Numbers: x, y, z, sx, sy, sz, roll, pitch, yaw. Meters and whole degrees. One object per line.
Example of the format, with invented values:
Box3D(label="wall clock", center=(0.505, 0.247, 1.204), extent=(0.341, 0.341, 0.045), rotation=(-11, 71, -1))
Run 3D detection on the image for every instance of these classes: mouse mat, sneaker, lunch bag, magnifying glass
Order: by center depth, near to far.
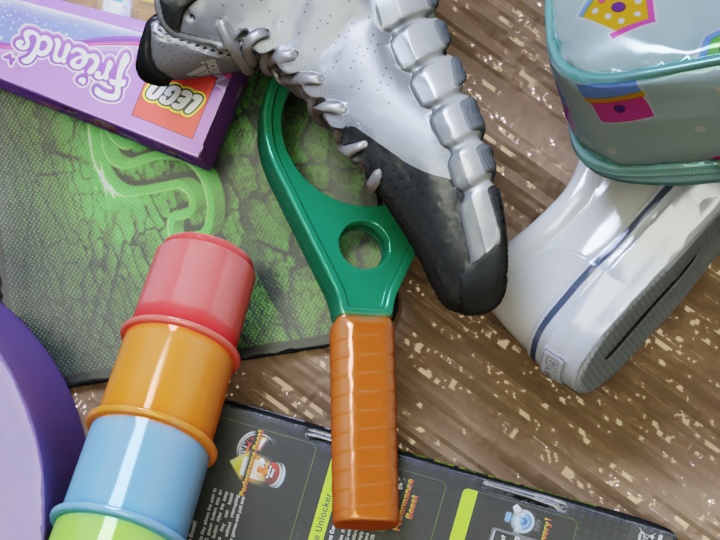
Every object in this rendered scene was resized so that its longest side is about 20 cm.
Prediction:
Box3D(label="lunch bag", center=(0.150, -0.119, 0.757), extent=(0.160, 0.077, 0.200), rotation=(-4, 51, 14))
Box3D(label="sneaker", center=(-0.021, -0.067, 0.783), extent=(0.115, 0.075, 0.200), rotation=(-16, 81, -4))
Box3D(label="sneaker", center=(0.124, -0.047, 0.806), extent=(0.071, 0.073, 0.200), rotation=(42, 82, 21))
Box3D(label="magnifying glass", center=(0.000, 0.000, 0.807), extent=(0.080, 0.022, 0.200), rotation=(4, 69, -14))
Box3D(label="mouse mat", center=(-0.077, -0.059, 0.852), extent=(0.161, 0.008, 0.200), rotation=(-10, 84, 3))

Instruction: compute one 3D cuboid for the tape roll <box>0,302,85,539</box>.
Box3D(label="tape roll", center=(-0.210, 0.089, 0.807), extent=(0.200, 0.085, 0.200), rotation=(0, 87, 5))

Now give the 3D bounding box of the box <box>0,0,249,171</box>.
Box3D(label="box", center=(-0.127, -0.140, 0.840), extent=(0.200, 0.039, 0.137), rotation=(22, 86, 6))

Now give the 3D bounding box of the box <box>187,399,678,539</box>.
Box3D(label="box", center=(0.005, 0.169, 0.809), extent=(0.193, 0.048, 0.200), rotation=(15, 87, 7))

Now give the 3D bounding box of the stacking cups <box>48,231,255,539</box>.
Box3D(label="stacking cups", center=(-0.079, 0.082, 0.764), extent=(0.060, 0.061, 0.200), rotation=(15, 61, 5))
